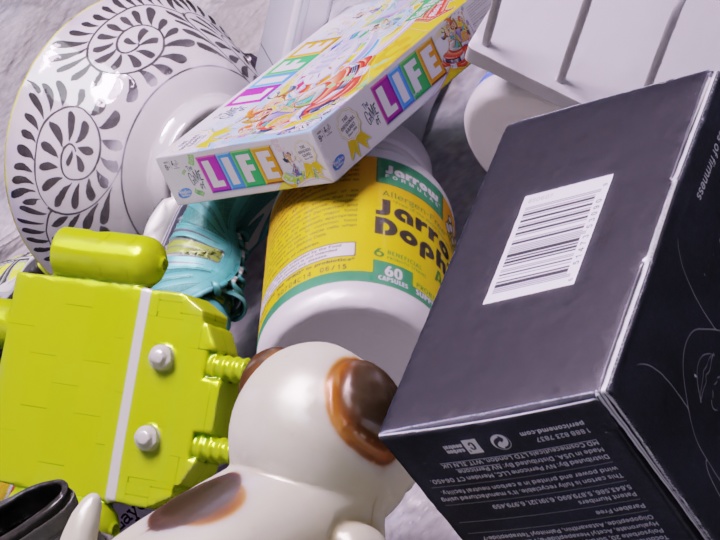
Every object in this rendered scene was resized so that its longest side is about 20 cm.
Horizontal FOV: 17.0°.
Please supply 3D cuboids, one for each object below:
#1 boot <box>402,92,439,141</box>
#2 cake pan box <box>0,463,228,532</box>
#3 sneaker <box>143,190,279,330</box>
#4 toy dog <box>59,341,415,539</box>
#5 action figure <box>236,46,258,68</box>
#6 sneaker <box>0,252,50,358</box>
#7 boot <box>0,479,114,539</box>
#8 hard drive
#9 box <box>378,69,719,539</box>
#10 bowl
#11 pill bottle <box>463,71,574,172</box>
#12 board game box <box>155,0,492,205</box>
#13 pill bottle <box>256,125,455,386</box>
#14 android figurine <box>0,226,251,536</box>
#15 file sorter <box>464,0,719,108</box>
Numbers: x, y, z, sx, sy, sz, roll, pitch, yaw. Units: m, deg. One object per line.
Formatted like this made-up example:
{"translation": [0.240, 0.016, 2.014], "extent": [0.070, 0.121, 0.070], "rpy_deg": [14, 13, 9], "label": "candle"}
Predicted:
{"translation": [-0.008, -0.102, 1.594], "extent": [0.095, 0.074, 0.200], "rpy_deg": [-20, 25, 40], "label": "boot"}
{"translation": [-0.163, 0.112, 1.474], "extent": [0.184, 0.052, 0.200], "rpy_deg": [-41, 29, -10], "label": "cake pan box"}
{"translation": [-0.096, 0.010, 1.447], "extent": [0.079, 0.078, 0.200], "rpy_deg": [17, 59, 36], "label": "sneaker"}
{"translation": [-0.050, 0.130, 1.193], "extent": [0.201, 0.194, 0.139], "rpy_deg": [-56, 22, -18], "label": "toy dog"}
{"translation": [-0.129, -0.110, 1.695], "extent": [0.199, 0.102, 0.119], "rpy_deg": [-33, 18, 12], "label": "action figure"}
{"translation": [-0.212, 0.007, 1.648], "extent": [0.199, 0.076, 0.077], "rpy_deg": [-22, 33, 23], "label": "sneaker"}
{"translation": [-0.127, 0.159, 1.285], "extent": [0.199, 0.131, 0.068], "rpy_deg": [-32, 30, 11], "label": "boot"}
{"translation": [-0.030, -0.216, 1.577], "extent": [0.132, 0.027, 0.201], "rpy_deg": [-117, 40, -73], "label": "hard drive"}
{"translation": [0.133, 0.056, 1.078], "extent": [0.123, 0.197, 0.201], "rpy_deg": [-14, 37, 38], "label": "box"}
{"translation": [-0.118, -0.071, 1.525], "extent": [0.094, 0.201, 0.201], "rpy_deg": [20, 62, 46], "label": "bowl"}
{"translation": [0.153, -0.135, 1.406], "extent": [0.113, 0.114, 0.200], "rpy_deg": [-2, 45, 46], "label": "pill bottle"}
{"translation": [-0.012, -0.109, 1.435], "extent": [0.134, 0.034, 0.200], "rpy_deg": [-7, 26, 44], "label": "board game box"}
{"translation": [0.000, 0.000, 1.387], "extent": [0.112, 0.113, 0.201], "rpy_deg": [-26, 31, 20], "label": "pill bottle"}
{"translation": [-0.149, 0.069, 1.369], "extent": [0.199, 0.041, 0.183], "rpy_deg": [9, 84, 27], "label": "android figurine"}
{"translation": [0.181, -0.153, 1.282], "extent": [0.199, 0.125, 0.139], "rpy_deg": [27, 60, 9], "label": "file sorter"}
